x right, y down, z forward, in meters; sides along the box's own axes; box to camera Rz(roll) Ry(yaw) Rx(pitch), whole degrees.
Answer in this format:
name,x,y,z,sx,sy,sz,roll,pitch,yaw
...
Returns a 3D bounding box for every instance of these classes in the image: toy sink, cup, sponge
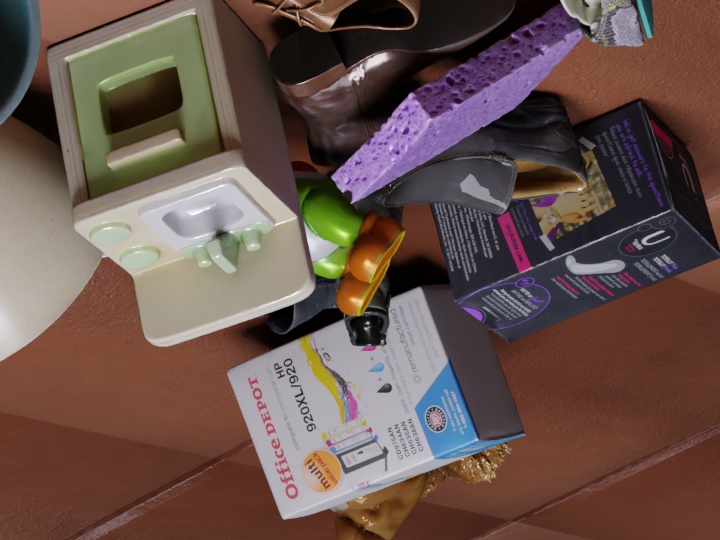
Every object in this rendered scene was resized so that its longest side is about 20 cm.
name,x,y,z,sx,sy,sz,roll,pitch,yaw
toy sink,-0.125,-0.070,1.627,0.130,0.201,0.112,-18,155,14
cup,-0.293,-0.044,1.649,0.200,0.201,0.143,-21,129,17
sponge,0.074,-0.121,1.697,0.200,0.030,0.112,-32,171,-42

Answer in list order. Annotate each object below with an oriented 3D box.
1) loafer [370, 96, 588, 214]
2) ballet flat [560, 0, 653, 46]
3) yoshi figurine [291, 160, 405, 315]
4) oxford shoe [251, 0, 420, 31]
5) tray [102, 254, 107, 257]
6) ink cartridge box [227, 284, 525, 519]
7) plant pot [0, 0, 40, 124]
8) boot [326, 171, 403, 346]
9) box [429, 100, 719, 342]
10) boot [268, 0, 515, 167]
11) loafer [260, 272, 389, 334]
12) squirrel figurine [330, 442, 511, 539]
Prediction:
name,x,y,z,sx,sy,sz,roll,pitch,yaw
loafer,0.094,-0.077,1.808,0.199,0.072,0.073,-18,157,-33
ballet flat,0.164,-0.212,1.628,0.072,0.072,0.200,-14,154,2
yoshi figurine,-0.076,-0.038,1.731,0.113,0.200,0.112,-59,174,12
oxford shoe,-0.046,-0.194,1.561,0.199,0.072,0.071,2,153,-26
tray,-0.235,-0.029,1.761,0.199,0.022,0.107,5,-170,43
ink cartridge box,0.014,0.115,2.105,0.199,0.148,0.145,-23,172,19
plant pot,-0.328,-0.130,1.432,0.200,0.201,0.196,8,155,-38
boot,0.000,0.000,1.879,0.067,0.131,0.200,-3,171,4
box,0.175,-0.037,1.948,0.199,0.106,0.122,-22,153,20
boot,0.035,-0.139,1.730,0.186,0.064,0.200,-16,158,6
loafer,-0.063,0.021,2.000,0.200,0.071,0.068,3,152,-31
squirrel figurine,0.048,0.164,2.323,0.199,0.142,0.187,-10,149,-42
